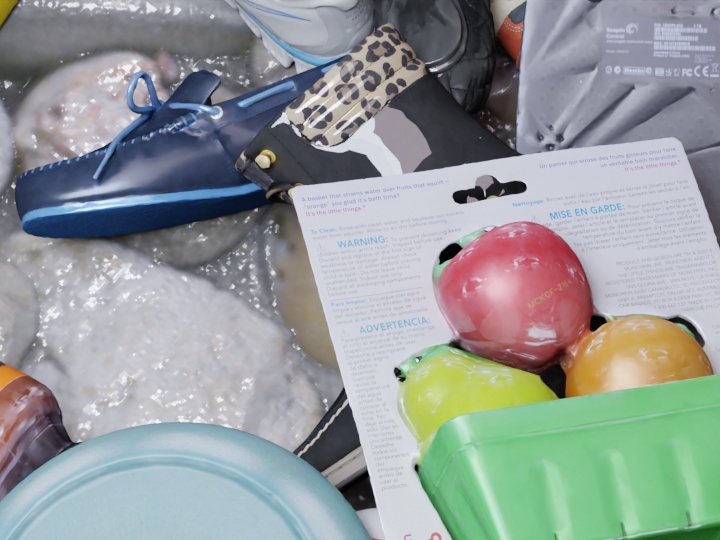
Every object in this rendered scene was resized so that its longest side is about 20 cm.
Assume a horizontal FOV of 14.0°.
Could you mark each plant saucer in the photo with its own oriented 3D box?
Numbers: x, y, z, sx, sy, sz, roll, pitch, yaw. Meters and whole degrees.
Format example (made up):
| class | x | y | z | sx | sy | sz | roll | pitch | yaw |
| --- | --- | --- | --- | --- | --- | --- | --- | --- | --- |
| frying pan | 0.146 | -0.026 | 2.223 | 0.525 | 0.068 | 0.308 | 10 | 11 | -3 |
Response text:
| class | x | y | z | sx | sy | sz | roll | pitch | yaw |
| --- | --- | --- | --- | --- | --- | --- | --- | --- | --- |
| plant saucer | -0.086 | 0.155 | 1.240 | 0.200 | 0.027 | 0.201 | -3 | 69 | 8 |

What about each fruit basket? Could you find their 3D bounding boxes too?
| class | x | y | z | sx | sy | sz | roll | pitch | yaw |
| --- | --- | --- | --- | --- | --- | --- | --- | --- | --- |
| fruit basket | 0.079 | 0.042 | 1.256 | 0.185 | 0.094 | 0.200 | -9 | 58 | -16 |

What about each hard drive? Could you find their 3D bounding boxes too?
| class | x | y | z | sx | sy | sz | roll | pitch | yaw |
| --- | --- | --- | --- | --- | --- | --- | --- | --- | --- |
| hard drive | 0.140 | -0.056 | 1.377 | 0.135 | 0.042 | 0.200 | 1 | 93 | 4 |

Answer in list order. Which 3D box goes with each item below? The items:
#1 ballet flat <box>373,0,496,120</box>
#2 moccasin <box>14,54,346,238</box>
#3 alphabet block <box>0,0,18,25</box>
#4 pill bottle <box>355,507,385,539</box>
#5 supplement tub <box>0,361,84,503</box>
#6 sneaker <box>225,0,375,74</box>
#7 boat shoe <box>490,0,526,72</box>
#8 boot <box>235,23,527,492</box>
| class | x | y | z | sx | sy | sz | roll | pitch | yaw |
| --- | --- | --- | --- | --- | --- | --- | --- | --- | --- |
| ballet flat | 0.034 | -0.150 | 1.435 | 0.066 | 0.057 | 0.200 | -6 | 49 | 10 |
| moccasin | -0.071 | -0.063 | 1.412 | 0.200 | 0.080 | 0.068 | -12 | 83 | -15 |
| alphabet block | -0.301 | -0.145 | 1.391 | 0.200 | 0.195 | 0.197 | 27 | 75 | 14 |
| pill bottle | 0.012 | 0.212 | 1.278 | 0.112 | 0.112 | 0.200 | 16 | 71 | 9 |
| supplement tub | -0.211 | 0.077 | 1.345 | 0.200 | 0.107 | 0.107 | 26 | 73 | 12 |
| sneaker | -0.071 | -0.173 | 1.445 | 0.200 | 0.087 | 0.075 | 30 | 75 | 15 |
| boat shoe | 0.151 | -0.162 | 1.439 | 0.200 | 0.071 | 0.063 | -40 | 69 | -7 |
| boot | 0.000 | 0.000 | 1.347 | 0.200 | 0.073 | 0.151 | -44 | 86 | 12 |
